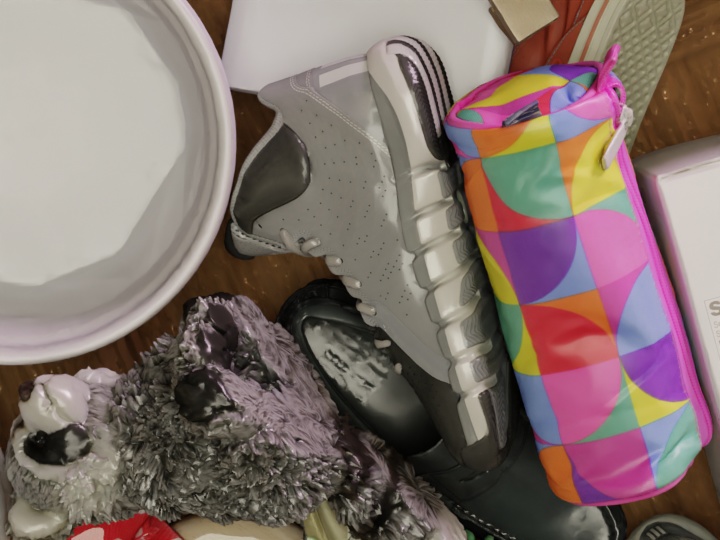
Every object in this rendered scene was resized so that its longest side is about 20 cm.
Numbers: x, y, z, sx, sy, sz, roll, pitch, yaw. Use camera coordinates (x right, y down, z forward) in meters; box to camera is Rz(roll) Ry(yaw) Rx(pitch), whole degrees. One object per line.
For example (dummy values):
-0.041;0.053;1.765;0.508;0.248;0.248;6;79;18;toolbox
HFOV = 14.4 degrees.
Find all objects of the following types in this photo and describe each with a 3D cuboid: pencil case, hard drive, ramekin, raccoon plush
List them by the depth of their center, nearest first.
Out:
0.099;0.004;1.264;0.088;0.088;0.200;-16;108;0;pencil case
-0.067;0.106;1.266;0.134;0.097;0.200;-39;101;22;raccoon plush
-0.156;-0.061;1.307;0.200;0.105;0.200;0;97;-1;ramekin
0.017;-0.172;1.317;0.132;0.025;0.200;11;89;11;hard drive

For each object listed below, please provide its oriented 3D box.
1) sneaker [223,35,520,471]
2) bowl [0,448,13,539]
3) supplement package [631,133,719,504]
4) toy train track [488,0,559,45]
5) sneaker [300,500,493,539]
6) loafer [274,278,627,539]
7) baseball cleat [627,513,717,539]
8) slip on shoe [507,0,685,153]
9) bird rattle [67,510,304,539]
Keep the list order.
0.000;0.000;1.291;0.115;0.075;0.200;-12;95;17;sneaker
-0.225;0.108;1.310;0.201;0.090;0.201;15;113;38;bowl
0.210;0.031;1.317;0.120;0.121;0.200;-16;95;1;supplement package
0.024;-0.190;1.288;0.115;0.033;0.200;-33;88;-8;toy train track
0.050;0.146;1.340;0.089;0.077;0.200;-36;104;21;sneaker
0.042;0.079;1.343;0.201;0.070;0.068;38;94;-5;loafer
0.186;0.208;1.338;0.070;0.106;0.200;-37;100;0;baseball cleat
0.084;-0.061;1.339;0.074;0.061;0.200;9;111;-47;slip on shoe
-0.080;0.174;1.356;0.163;0.113;0.200;-6;83;-12;bird rattle
